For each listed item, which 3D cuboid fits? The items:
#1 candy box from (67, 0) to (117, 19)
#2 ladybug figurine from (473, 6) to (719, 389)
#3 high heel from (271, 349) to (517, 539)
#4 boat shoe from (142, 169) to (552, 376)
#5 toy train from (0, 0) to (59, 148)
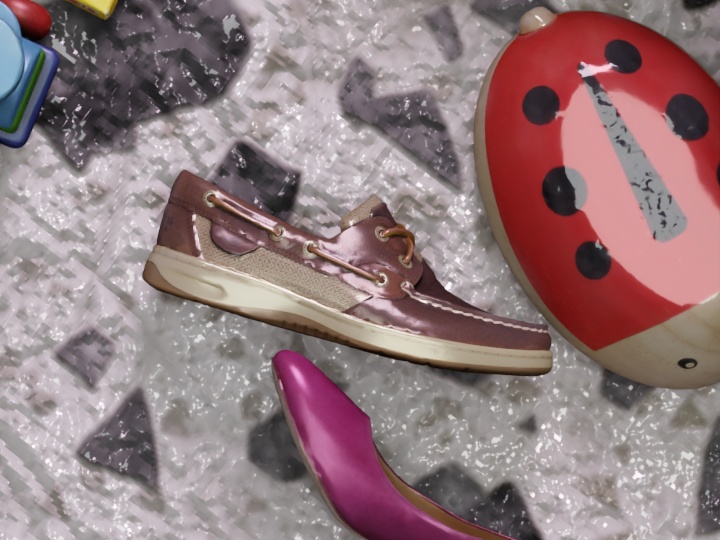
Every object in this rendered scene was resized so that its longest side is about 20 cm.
[{"bbox_3d":[-0.123,-0.233,1.404,0.102,0.026,0.201,25,86,-6],"label":"candy box"},{"bbox_3d":[0.130,-0.037,1.391,0.135,0.072,0.201,-33,90,-5],"label":"ladybug figurine"},{"bbox_3d":[0.040,0.105,1.380,0.096,0.067,0.201,-32,105,5],"label":"high heel"},{"bbox_3d":[0.000,0.000,1.383,0.199,0.072,0.072,15,88,3],"label":"boat shoe"},{"bbox_3d":[-0.239,-0.121,1.345,0.199,0.116,0.085,23,86,-3],"label":"toy train"}]
